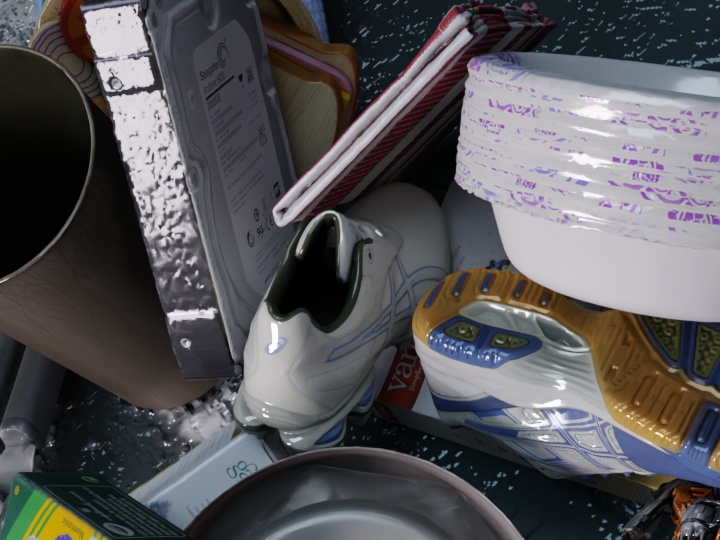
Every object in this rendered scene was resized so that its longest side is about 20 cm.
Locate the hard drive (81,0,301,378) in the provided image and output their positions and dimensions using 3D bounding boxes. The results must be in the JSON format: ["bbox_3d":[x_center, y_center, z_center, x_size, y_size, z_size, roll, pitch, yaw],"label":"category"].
[{"bbox_3d":[-0.078,-0.063,0.722,0.038,0.201,0.140,-5,22,18],"label":"hard drive"}]

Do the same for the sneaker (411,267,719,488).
[{"bbox_3d":[0.119,0.064,0.650,0.199,0.089,0.075,21,50,30],"label":"sneaker"}]

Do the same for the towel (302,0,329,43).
[{"bbox_3d":[-0.097,-0.177,0.885,0.146,0.024,0.202,-8,99,17],"label":"towel"}]

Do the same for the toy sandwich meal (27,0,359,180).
[{"bbox_3d":[-0.105,-0.104,0.826,0.204,0.206,0.070,-18,31,12],"label":"toy sandwich meal"}]

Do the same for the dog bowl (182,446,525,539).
[{"bbox_3d":[-0.003,0.182,0.645,0.198,0.059,0.202,0,89,3],"label":"dog bowl"}]

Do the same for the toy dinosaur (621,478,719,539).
[{"bbox_3d":[0.200,0.125,0.613,0.136,0.102,0.200,37,81,33],"label":"toy dinosaur"}]

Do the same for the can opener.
[{"bbox_3d":[-0.208,0.105,0.832,0.053,0.067,0.201,-9,46,18],"label":"can opener"}]

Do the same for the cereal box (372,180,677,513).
[{"bbox_3d":[0.114,0.037,0.737,0.199,0.040,0.145,14,68,28],"label":"cereal box"}]

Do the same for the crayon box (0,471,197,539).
[{"bbox_3d":[-0.130,0.207,0.619,0.125,0.051,0.201,17,97,49],"label":"crayon box"}]

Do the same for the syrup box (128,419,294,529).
[{"bbox_3d":[-0.112,0.162,0.721,0.199,0.081,0.079,-35,93,0],"label":"syrup box"}]

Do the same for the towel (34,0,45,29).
[{"bbox_3d":[-0.150,-0.228,0.853,0.111,0.049,0.202,6,100,12],"label":"towel"}]

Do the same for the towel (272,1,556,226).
[{"bbox_3d":[0.032,-0.089,0.737,0.023,0.200,0.144,47,110,5],"label":"towel"}]

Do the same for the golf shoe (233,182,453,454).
[{"bbox_3d":[0.000,0.000,0.699,0.078,0.098,0.200,13,42,14],"label":"golf shoe"}]

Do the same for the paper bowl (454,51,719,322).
[{"bbox_3d":[0.143,-0.041,0.647,0.200,0.200,0.105,15,105,29],"label":"paper bowl"}]

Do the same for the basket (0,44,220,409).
[{"bbox_3d":[-0.157,-0.011,0.773,0.180,0.200,0.136,34,82,38],"label":"basket"}]
